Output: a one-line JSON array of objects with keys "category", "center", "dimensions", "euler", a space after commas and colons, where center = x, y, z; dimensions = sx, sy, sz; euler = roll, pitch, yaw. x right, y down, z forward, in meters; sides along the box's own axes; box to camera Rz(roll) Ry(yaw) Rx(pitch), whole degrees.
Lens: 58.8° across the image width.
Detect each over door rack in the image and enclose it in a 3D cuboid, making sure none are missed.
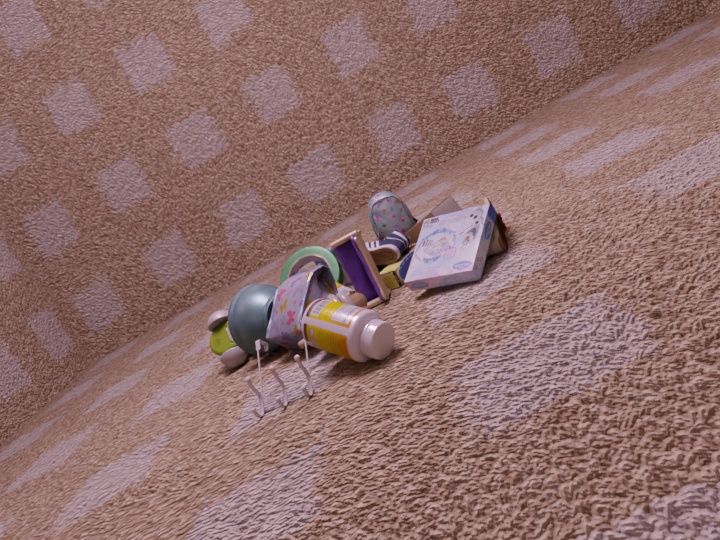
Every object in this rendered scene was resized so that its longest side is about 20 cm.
[{"category": "over door rack", "center": [-0.179, 0.206, 1.410], "dimensions": [0.146, 0.067, 0.202], "euler": [-25, 44, 20]}]

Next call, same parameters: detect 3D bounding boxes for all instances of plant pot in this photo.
[{"category": "plant pot", "center": [-0.251, 0.131, 1.785], "dimensions": [0.133, 0.202, 0.200], "euler": [-10, 22, 46]}]

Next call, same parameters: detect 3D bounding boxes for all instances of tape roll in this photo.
[{"category": "tape roll", "center": [-0.151, 0.028, 1.987], "dimensions": [0.198, 0.202, 0.048], "euler": [-29, -27, 5]}]

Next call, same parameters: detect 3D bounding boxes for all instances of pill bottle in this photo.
[{"category": "pill bottle", "center": [-0.025, 0.129, 1.357], "dimensions": [0.198, 0.111, 0.109], "euler": [11, 38, 41]}]

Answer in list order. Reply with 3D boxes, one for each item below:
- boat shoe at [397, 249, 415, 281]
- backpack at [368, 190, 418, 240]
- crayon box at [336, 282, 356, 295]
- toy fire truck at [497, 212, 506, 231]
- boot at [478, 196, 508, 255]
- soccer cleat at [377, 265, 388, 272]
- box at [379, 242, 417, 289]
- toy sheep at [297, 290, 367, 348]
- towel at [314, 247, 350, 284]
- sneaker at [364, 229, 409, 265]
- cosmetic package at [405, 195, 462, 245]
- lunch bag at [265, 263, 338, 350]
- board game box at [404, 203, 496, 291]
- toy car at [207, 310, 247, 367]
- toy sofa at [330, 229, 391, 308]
[{"category": "boat shoe", "center": [0.182, -0.035, 1.743], "dimensions": [0.199, 0.073, 0.072], "euler": [-37, -6, -9]}, {"category": "backpack", "center": [0.107, -0.171, 2.144], "dimensions": [0.165, 0.202, 0.127], "euler": [-29, 11, -1]}, {"category": "crayon box", "center": [-0.105, 0.086, 1.840], "dimensions": [0.126, 0.051, 0.199], "euler": [-34, 29, -20]}, {"category": "toy fire truck", "center": [0.331, -0.124, 1.770], "dimensions": [0.140, 0.049, 0.200], "euler": [-26, 12, 20]}, {"category": "boot", "center": [0.281, -0.091, 1.612], "dimensions": [0.153, 0.072, 0.202], "euler": [-29, 35, 21]}, {"category": "soccer cleat", "center": [0.069, -0.014, 1.916], "dimensions": [0.083, 0.065, 0.200], "euler": [-20, 16, 41]}, {"category": "box", "center": [0.130, -0.017, 1.817], "dimensions": [0.075, 0.051, 0.200], "euler": [-18, 18, 46]}, {"category": "toy sheep", "center": [-0.064, 0.124, 1.522], "dimensions": [0.199, 0.139, 0.138], "euler": [-41, 14, -11]}, {"category": "towel", "center": [-0.056, -0.016, 2.046], "dimensions": [0.199, 0.147, 0.024], "euler": [-19, 29, 46]}, {"category": "sneaker", "center": [0.054, -0.067, 1.867], "dimensions": [0.198, 0.071, 0.108], "euler": [1, 33, 40]}, {"category": "cosmetic package", "center": [0.213, -0.132, 1.912], "dimensions": [0.105, 0.071, 0.200], "euler": [-38, -2, -32]}, {"category": "lunch bag", "center": [-0.144, 0.094, 1.682], "dimensions": [0.168, 0.126, 0.203], "euler": [-19, 56, 46]}, {"category": "board game box", "center": [0.216, -0.054, 1.539], "dimensions": [0.198, 0.043, 0.201], "euler": [-11, 46, 42]}, {"category": "toy car", "center": [-0.353, 0.193, 1.929], "dimensions": [0.198, 0.176, 0.150], "euler": [-30, -23, -1]}, {"category": "toy sofa", "center": [0.000, 0.000, 1.693], "dimensions": [0.082, 0.202, 0.098], "euler": [-25, 7, 15]}]
